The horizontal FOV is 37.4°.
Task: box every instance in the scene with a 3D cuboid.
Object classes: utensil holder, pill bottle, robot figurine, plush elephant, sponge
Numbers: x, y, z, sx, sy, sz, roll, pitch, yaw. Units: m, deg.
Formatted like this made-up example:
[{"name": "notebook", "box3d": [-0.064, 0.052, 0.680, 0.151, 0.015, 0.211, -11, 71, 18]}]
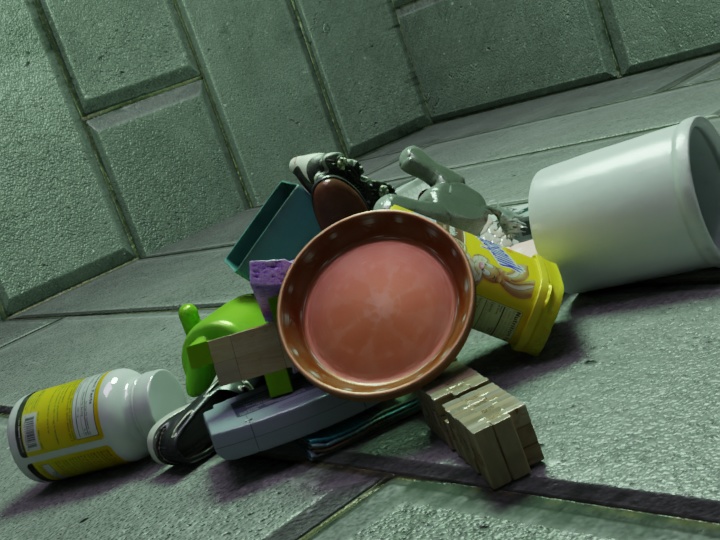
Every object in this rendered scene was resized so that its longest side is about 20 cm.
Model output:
[{"name": "utensil holder", "box3d": [0.317, -0.069, 1.234, 0.199, 0.171, 0.170, -14, 13, 35]}, {"name": "pill bottle", "box3d": [-0.315, 0.183, 1.287, 0.199, 0.113, 0.112, -16, 12, 20]}, {"name": "robot figurine", "box3d": [-0.156, 0.100, 1.387, 0.174, 0.117, 0.200, 9, 20, 18]}, {"name": "plush elephant", "box3d": [0.105, -0.044, 1.425, 0.198, 0.155, 0.165, 19, 42, -3]}, {"name": "sponge", "box3d": [-0.060, 0.023, 1.192, 0.110, 0.030, 0.200, -5, -13, -2]}]

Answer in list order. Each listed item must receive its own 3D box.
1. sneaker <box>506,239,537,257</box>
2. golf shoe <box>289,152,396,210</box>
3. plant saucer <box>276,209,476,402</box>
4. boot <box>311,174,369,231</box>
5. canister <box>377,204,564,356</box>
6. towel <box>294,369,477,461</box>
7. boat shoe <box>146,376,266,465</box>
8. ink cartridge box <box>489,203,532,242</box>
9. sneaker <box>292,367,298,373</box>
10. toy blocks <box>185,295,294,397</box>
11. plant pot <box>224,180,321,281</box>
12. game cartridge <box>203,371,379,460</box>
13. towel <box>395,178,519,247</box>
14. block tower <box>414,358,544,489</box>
[{"name": "sneaker", "box3d": [0.232, -0.018, 1.372, 0.104, 0.076, 0.200, -3, 24, 41]}, {"name": "golf shoe", "box3d": [-0.013, -0.102, 1.448, 0.088, 0.200, 0.078, 17, 72, 43]}, {"name": "plant saucer", "box3d": [0.016, 0.034, 1.044, 0.199, 0.202, 0.032, -19, -30, 7]}, {"name": "boot", "box3d": [0.000, 0.000, 1.275, 0.068, 0.189, 0.200, -16, 30, -1]}, {"name": "canister", "box3d": [0.111, 0.006, 1.164, 0.199, 0.087, 0.149, 21, 17, -1]}, {"name": "towel", "box3d": [0.016, 0.139, 1.152, 0.199, 0.022, 0.147, -23, 12, -14]}, {"name": "boat shoe", "box3d": [-0.156, 0.157, 1.235, 0.199, 0.074, 0.060, -32, 16, -36]}, {"name": "ink cartridge box", "box3d": [0.253, -0.084, 1.737, 0.199, 0.044, 0.173, -13, 15, 32]}, {"name": "sneaker", "box3d": [-0.026, 0.088, 1.327, 0.099, 0.075, 0.200, -11, 15, 21]}, {"name": "toy blocks", "box3d": [-0.078, 0.078, 1.182, 0.198, 0.101, 0.137, -17, -1, 5]}, {"name": "plant pot", "box3d": [-0.061, -0.006, 1.471, 0.142, 0.199, 0.141, -54, 14, -3]}, {"name": "game cartridge", "box3d": [-0.066, 0.141, 1.132, 0.199, 0.042, 0.133, -20, 14, -10]}, {"name": "towel", "box3d": [0.103, -0.051, 1.545, 0.199, 0.191, 0.032, -30, -27, -31]}, {"name": "block tower", "box3d": [0.100, 0.131, 0.955, 0.054, 0.058, 0.200, -23, 13, -9]}]
